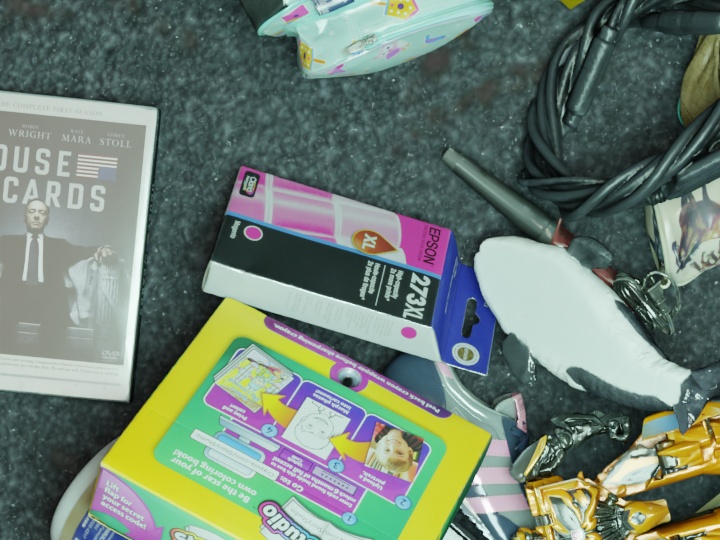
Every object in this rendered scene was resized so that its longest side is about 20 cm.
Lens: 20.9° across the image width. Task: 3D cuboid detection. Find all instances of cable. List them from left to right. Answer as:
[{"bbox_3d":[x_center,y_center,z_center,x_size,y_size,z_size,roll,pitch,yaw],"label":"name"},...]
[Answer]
[{"bbox_3d":[0.183,-0.117,1.290,0.199,0.051,0.165,-28,58,22],"label":"cable"}]

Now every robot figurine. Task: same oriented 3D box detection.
[{"bbox_3d":[0.193,0.152,1.255,0.198,0.058,0.147,-16,87,2],"label":"robot figurine"}]

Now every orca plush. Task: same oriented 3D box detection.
[{"bbox_3d":[0.165,0.036,1.285,0.199,0.071,0.106,18,95,36],"label":"orca plush"}]

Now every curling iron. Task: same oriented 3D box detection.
[{"bbox_3d":[0.137,-0.025,1.316,0.199,0.050,0.026,38,63,18],"label":"curling iron"}]

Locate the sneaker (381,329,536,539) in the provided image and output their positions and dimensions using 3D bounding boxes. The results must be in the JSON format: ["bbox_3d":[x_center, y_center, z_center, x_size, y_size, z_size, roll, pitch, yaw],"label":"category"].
[{"bbox_3d":[0.094,0.130,1.311,0.082,0.070,0.200,-41,92,1],"label":"sneaker"}]

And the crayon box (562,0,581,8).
[{"bbox_3d":[0.198,-0.272,1.265,0.058,0.173,0.200,41,87,-3],"label":"crayon box"}]

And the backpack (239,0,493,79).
[{"bbox_3d":[0.014,-0.212,1.260,0.199,0.176,0.154,-30,93,1],"label":"backpack"}]

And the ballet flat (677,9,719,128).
[{"bbox_3d":[0.266,-0.184,1.321,0.067,0.072,0.202,16,87,-26],"label":"ballet flat"}]

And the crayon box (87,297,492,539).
[{"bbox_3d":[-0.041,0.128,1.214,0.199,0.059,0.173,27,44,8],"label":"crayon box"}]

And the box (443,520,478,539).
[{"bbox_3d":[0.028,0.268,1.317,0.198,0.050,0.201,40,87,-3],"label":"box"}]

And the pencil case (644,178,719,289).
[{"bbox_3d":[0.283,-0.046,1.321,0.198,0.078,0.090,-14,80,-4],"label":"pencil case"}]

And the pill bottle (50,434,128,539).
[{"bbox_3d":[-0.095,0.200,1.248,0.200,0.116,0.116,41,87,20],"label":"pill bottle"}]

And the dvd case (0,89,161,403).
[{"bbox_3d":[-0.218,-0.018,1.320,0.148,0.025,0.203,5,89,-3],"label":"dvd case"}]

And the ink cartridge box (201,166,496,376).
[{"bbox_3d":[0.000,0.000,1.302,0.198,0.037,0.095,18,46,-4],"label":"ink cartridge box"}]

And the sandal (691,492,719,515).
[{"bbox_3d":[0.267,0.176,1.321,0.211,0.070,0.078,-33,82,23],"label":"sandal"}]
